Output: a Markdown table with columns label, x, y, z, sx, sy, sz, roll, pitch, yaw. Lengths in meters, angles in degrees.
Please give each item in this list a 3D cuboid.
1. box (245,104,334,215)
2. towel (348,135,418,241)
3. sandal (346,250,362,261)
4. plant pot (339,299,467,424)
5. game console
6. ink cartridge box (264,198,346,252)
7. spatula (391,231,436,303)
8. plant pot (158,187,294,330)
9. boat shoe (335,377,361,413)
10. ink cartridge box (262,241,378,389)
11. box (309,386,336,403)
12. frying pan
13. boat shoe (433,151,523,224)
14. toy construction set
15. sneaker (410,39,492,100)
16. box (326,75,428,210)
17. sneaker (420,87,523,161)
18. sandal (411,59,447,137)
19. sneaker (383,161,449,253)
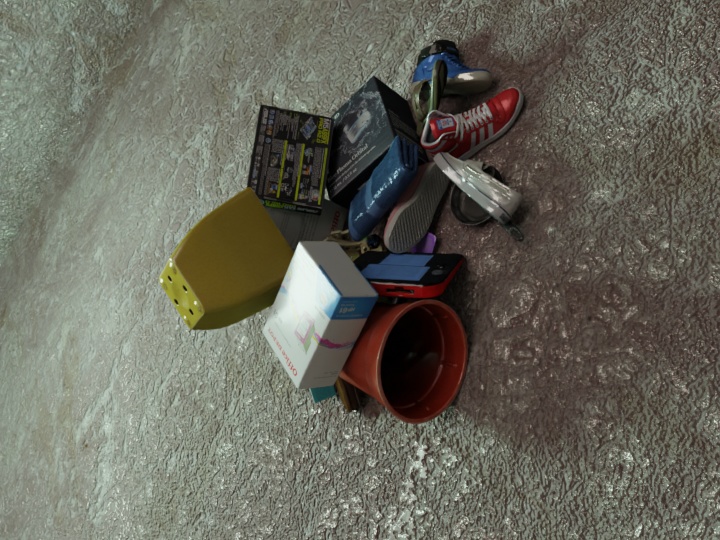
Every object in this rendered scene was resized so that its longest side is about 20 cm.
| label | x | y | z | sx | sy | sz | roll | pitch | yaw |
| --- | --- | --- | --- | --- | --- | --- | --- | --- | --- |
| box | -0.142 | -0.225 | 1.349 | 0.044 | 0.157 | 0.204 | 125 | 153 | -73 |
| towel | 0.037 | -0.153 | 1.266 | 0.200 | 0.048 | 0.113 | -49 | 25 | 36 |
| sandal | -0.073 | 0.040 | 1.396 | 0.077 | 0.069 | 0.214 | 38 | 102 | 46 |
| plant pot | 0.050 | 0.142 | 1.157 | 0.194 | 0.199 | 0.205 | 7 | 79 | 54 |
| game console | 0.069 | -0.001 | 1.172 | 0.196 | 0.177 | 0.032 | 3 | 114 | 23 |
| ink cartridge box | -0.146 | -0.097 | 1.423 | 0.085 | 0.197 | 0.149 | 0 | 72 | 60 |
| spatula | 0.090 | 0.019 | 1.277 | 0.056 | 0.020 | 0.203 | 30 | 97 | 45 |
| plant pot | -0.262 | 0.002 | 1.251 | 0.196 | 0.199 | 0.195 | 55 | 146 | 3 |
| boat shoe | -0.033 | 0.172 | 1.295 | 0.071 | 0.069 | 0.203 | 109 | 142 | -70 |
| ink cartridge box | -0.073 | 0.075 | 1.108 | 0.145 | 0.084 | 0.202 | 50 | 127 | 37 |
| box | -0.102 | 0.151 | 1.291 | 0.048 | 0.203 | 0.082 | -20 | 29 | -10 |
| frying pan | 0.238 | -0.125 | 1.179 | 0.189 | 0.031 | 0.117 | 24 | 91 | 44 |
| boat shoe | 0.205 | -0.161 | 1.160 | 0.066 | 0.072 | 0.200 | -49 | 47 | 10 |
| toy construction set | 0.000 | 0.000 | 1.328 | 0.130 | 0.092 | 0.203 | -32 | 65 | 25 |
| sneaker | 0.182 | -0.409 | 1.317 | 0.198 | 0.076 | 0.114 | 7 | 88 | 53 |
| box | 0.017 | -0.256 | 1.394 | 0.196 | 0.116 | 0.203 | -37 | 50 | 29 |
| sneaker | 0.199 | -0.276 | 1.220 | 0.199 | 0.112 | 0.072 | -40 | 50 | 26 |
| sandal | 0.124 | -0.324 | 1.278 | 0.202 | 0.056 | 0.081 | 108 | 180 | -67 |
| sneaker | 0.089 | -0.122 | 1.281 | 0.104 | 0.075 | 0.202 | 10 | 65 | 54 |
